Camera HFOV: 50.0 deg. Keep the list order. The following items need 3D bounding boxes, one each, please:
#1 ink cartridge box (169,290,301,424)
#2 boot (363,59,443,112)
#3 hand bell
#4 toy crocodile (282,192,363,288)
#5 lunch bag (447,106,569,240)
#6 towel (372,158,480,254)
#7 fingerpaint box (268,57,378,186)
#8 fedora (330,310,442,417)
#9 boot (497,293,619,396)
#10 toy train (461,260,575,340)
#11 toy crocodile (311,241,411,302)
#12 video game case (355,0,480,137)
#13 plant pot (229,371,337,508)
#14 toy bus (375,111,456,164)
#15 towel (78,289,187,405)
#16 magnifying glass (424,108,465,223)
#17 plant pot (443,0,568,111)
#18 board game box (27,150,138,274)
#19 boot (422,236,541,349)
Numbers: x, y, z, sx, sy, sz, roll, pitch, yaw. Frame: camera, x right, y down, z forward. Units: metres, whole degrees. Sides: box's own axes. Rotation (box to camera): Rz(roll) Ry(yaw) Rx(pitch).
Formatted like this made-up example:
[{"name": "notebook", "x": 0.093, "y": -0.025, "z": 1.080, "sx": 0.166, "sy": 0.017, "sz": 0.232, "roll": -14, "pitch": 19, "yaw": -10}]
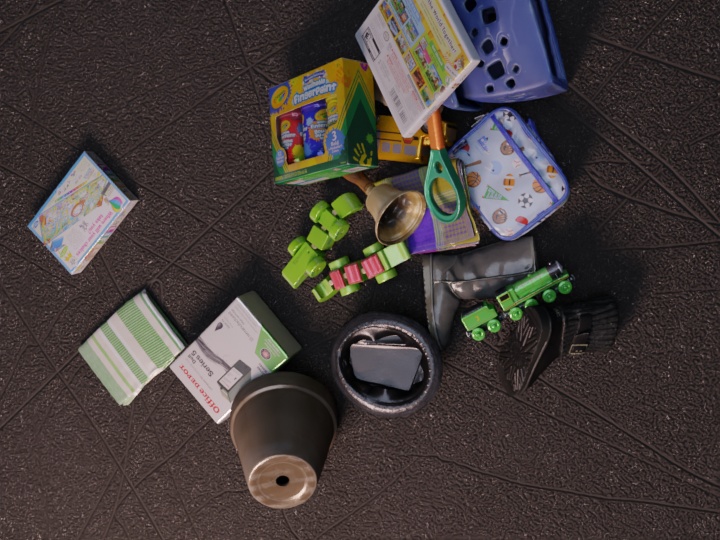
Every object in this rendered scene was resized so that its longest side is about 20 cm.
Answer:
[{"name": "ink cartridge box", "x": -0.231, "y": 0.161, "z": 1.433, "sx": 0.200, "sy": 0.084, "sz": 0.146, "roll": -44, "pitch": 86, "yaw": 15}, {"name": "boot", "x": 0.075, "y": -0.349, "z": 1.253, "sx": 0.199, "sy": 0.072, "sz": 0.169, "roll": 30, "pitch": 113, "yaw": 46}, {"name": "hand bell", "x": 0.012, "y": -0.144, "z": 1.314, "sx": 0.105, "sy": 0.104, "sz": 0.200, "roll": -54, "pitch": 54, "yaw": 15}, {"name": "toy crocodile", "x": -0.070, "y": -0.054, "z": 1.373, "sx": 0.067, "sy": 0.062, "sz": 0.201, "roll": 41, "pitch": 108, "yaw": 19}, {"name": "lunch bag", "x": 0.241, "y": -0.163, "z": 1.265, "sx": 0.160, "sy": 0.075, "sz": 0.201, "roll": -38, "pitch": 80, "yaw": 17}, {"name": "towel", "x": 0.107, "y": -0.101, "z": 1.302, "sx": 0.198, "sy": 0.023, "sz": 0.146, "roll": -8, "pitch": 97, "yaw": 40}, {"name": "fingerpaint box", "x": -0.066, "y": -0.241, "z": 1.286, "sx": 0.198, "sy": 0.073, "sz": 0.170, "roll": -5, "pitch": 87, "yaw": 47}, {"name": "fedora", "x": 0.051, "y": 0.156, "z": 1.354, "sx": 0.197, "sy": 0.092, "sz": 0.204, "roll": 2, "pitch": 98, "yaw": 14}, {"name": "boot", "x": 0.329, "y": 0.128, "z": 1.284, "sx": 0.155, "sy": 0.213, "sz": 0.080, "roll": -6, "pitch": 52, "yaw": -20}, {"name": "toy train", "x": 0.254, "y": 0.048, "z": 1.262, "sx": 0.198, "sy": 0.042, "sz": 0.057, "roll": -31, "pitch": 100, "yaw": 13}, {"name": "toy crocodile", "x": 0.000, "y": 0.000, "z": 1.355, "sx": 0.198, "sy": 0.062, "sz": 0.068, "roll": -22, "pitch": 92, "yaw": 28}, {"name": "video game case", "x": 0.080, "y": -0.336, "z": 1.160, "sx": 0.182, "sy": 0.023, "sz": 0.202, "roll": -43, "pitch": 64, "yaw": 47}, {"name": "plant pot", "x": -0.133, "y": 0.309, "z": 1.345, "sx": 0.196, "sy": 0.174, "sz": 0.203, "roll": -2, "pitch": 119, "yaw": -4}, {"name": "toy bus", "x": 0.059, "y": -0.225, "z": 1.302, "sx": 0.197, "sy": 0.065, "sz": 0.080, "roll": 10, "pitch": 98, "yaw": 23}, {"name": "towel", "x": -0.449, "y": 0.153, "z": 1.523, "sx": 0.200, "sy": 0.023, "sz": 0.153, "roll": -41, "pitch": 85, "yaw": 17}, {"name": "magnifying glass", "x": 0.124, "y": -0.171, "z": 1.212, "sx": 0.079, "sy": 0.022, "sz": 0.203, "roll": 17, "pitch": 123, "yaw": 49}, {"name": "plant pot", "x": 0.204, "y": -0.352, "z": 1.200, "sx": 0.177, "sy": 0.200, "sz": 0.203, "roll": -15, "pitch": 94, "yaw": 23}, {"name": "board game box", "x": -0.542, "y": -0.112, "z": 1.506, "sx": 0.135, "sy": 0.034, "sz": 0.200, "roll": 46, "pitch": 105, "yaw": 5}, {"name": "boot", "x": 0.209, "y": 0.040, "z": 1.318, "sx": 0.196, "sy": 0.073, "sz": 0.185, "roll": -5, "pitch": 98, "yaw": 8}]
